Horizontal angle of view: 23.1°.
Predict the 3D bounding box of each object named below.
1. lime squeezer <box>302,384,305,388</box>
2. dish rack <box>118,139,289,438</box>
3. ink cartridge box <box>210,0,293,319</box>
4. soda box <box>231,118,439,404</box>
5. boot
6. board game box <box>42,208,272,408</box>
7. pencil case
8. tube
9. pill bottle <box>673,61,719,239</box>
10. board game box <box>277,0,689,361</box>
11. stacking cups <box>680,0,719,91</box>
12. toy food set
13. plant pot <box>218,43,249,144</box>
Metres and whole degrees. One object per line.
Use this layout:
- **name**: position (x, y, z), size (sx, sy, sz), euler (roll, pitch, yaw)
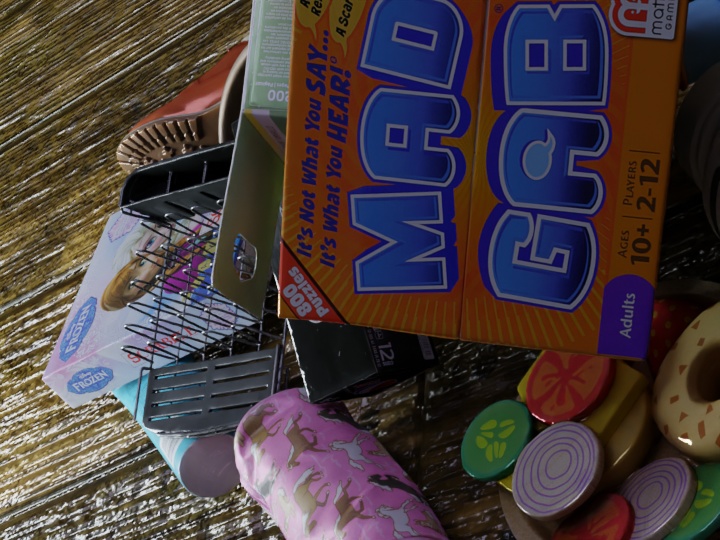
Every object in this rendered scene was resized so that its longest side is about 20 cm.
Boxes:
- **lime squeezer**: position (0.000, 0.000, 1.212), size (0.070, 0.038, 0.202), euler (20, 109, 46)
- **dish rack**: position (-0.109, 0.016, 1.236), size (0.153, 0.054, 0.201), euler (-12, 64, 40)
- **ink cartridge box**: position (-0.040, -0.077, 1.050), size (0.048, 0.146, 0.202), euler (5, 81, 9)
- **soda box**: position (-0.018, -0.019, 1.157), size (0.071, 0.063, 0.201), euler (-27, 73, 41)
- **boot**: position (-0.117, -0.141, 1.499), size (0.199, 0.075, 0.108), euler (-21, 40, 23)
- **board game box**: position (-0.145, -0.005, 1.397), size (0.199, 0.041, 0.201), euler (-26, 32, 30)
- **pencil case**: position (-0.012, 0.151, 1.102), size (0.200, 0.086, 0.083), euler (49, 130, 55)
- **tube**: position (-0.138, 0.102, 1.317), size (0.077, 0.050, 0.200), euler (-41, 30, -2)
- **pill bottle**: position (0.255, -0.040, 0.949), size (0.120, 0.119, 0.200), euler (-44, 35, 8)
- **board game box**: position (0.075, -0.084, 0.981), size (0.198, 0.202, 0.200), euler (6, 16, 9)
- **stacking cups**: position (0.212, -0.140, 1.088), size (0.199, 0.061, 0.061), euler (-27, 38, 1)
- **toy food set**: position (0.154, 0.087, 1.004), size (0.198, 0.049, 0.200), euler (-54, 36, -6)
- **plant pot**: position (0.001, -0.091, 1.260), size (0.200, 0.202, 0.093), euler (-14, 9, 40)
